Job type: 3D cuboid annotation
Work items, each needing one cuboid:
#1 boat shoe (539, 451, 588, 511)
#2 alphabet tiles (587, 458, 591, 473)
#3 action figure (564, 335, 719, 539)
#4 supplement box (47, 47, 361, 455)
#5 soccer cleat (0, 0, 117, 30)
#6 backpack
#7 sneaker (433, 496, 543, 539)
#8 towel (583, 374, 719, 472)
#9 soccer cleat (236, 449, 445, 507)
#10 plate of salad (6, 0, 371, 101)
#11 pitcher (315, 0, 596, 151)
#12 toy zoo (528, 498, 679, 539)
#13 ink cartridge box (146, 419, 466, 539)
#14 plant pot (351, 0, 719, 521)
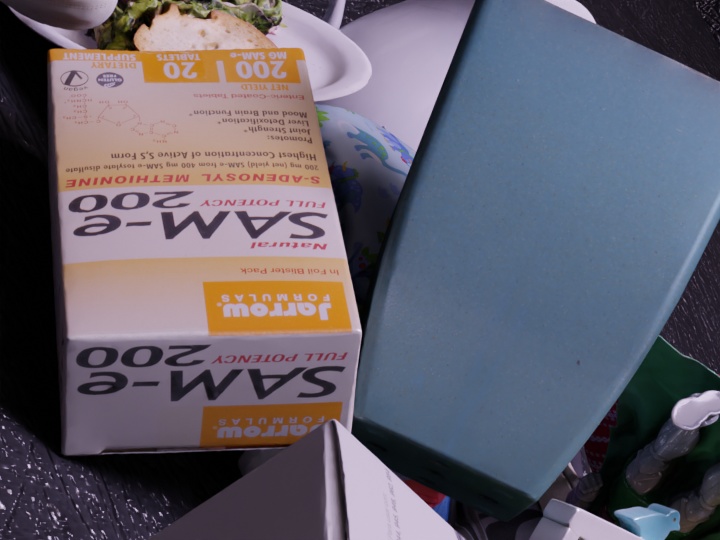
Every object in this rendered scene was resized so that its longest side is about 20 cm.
[{"bbox_3d":[0.118,0.156,1.211,0.063,0.073,0.200,46,17,-18],"label":"boat shoe"},{"bbox_3d":[0.158,0.204,1.207,0.200,0.006,0.168,51,29,-65],"label":"alphabet tiles"},{"bbox_3d":[0.145,0.118,1.036,0.055,0.200,0.118,-38,78,-29],"label":"action figure"},{"bbox_3d":[-0.076,-0.014,0.926,0.201,0.125,0.074,-103,-164,-46],"label":"supplement box"},{"bbox_3d":[-0.202,-0.183,0.991,0.200,0.069,0.078,43,30,5],"label":"soccer cleat"},{"bbox_3d":[0.000,0.000,1.106,0.200,0.153,0.164,51,12,-45],"label":"backpack"},{"bbox_3d":[0.070,0.144,1.083,0.082,0.071,0.200,20,25,7],"label":"sneaker"},{"bbox_3d":[0.173,0.123,1.085,0.144,0.022,0.201,19,-42,45],"label":"towel"},{"bbox_3d":[0.025,0.094,1.039,0.199,0.068,0.073,-11,62,-48],"label":"soccer cleat"},{"bbox_3d":[-0.088,-0.136,1.087,0.198,0.048,0.200,12,23,-5],"label":"plate of salad"},{"bbox_3d":[0.017,-0.124,1.220,0.172,0.200,0.121,45,22,-13],"label":"pitcher"},{"bbox_3d":[0.096,0.196,0.952,0.131,0.201,0.020,42,-16,-35],"label":"toy zoo"},{"bbox_3d":[-0.002,0.172,0.789,0.200,0.145,0.084,45,22,-29],"label":"ink cartridge box"},{"bbox_3d":[0.073,0.003,0.950,0.140,0.201,0.141,24,-14,1],"label":"plant pot"}]
